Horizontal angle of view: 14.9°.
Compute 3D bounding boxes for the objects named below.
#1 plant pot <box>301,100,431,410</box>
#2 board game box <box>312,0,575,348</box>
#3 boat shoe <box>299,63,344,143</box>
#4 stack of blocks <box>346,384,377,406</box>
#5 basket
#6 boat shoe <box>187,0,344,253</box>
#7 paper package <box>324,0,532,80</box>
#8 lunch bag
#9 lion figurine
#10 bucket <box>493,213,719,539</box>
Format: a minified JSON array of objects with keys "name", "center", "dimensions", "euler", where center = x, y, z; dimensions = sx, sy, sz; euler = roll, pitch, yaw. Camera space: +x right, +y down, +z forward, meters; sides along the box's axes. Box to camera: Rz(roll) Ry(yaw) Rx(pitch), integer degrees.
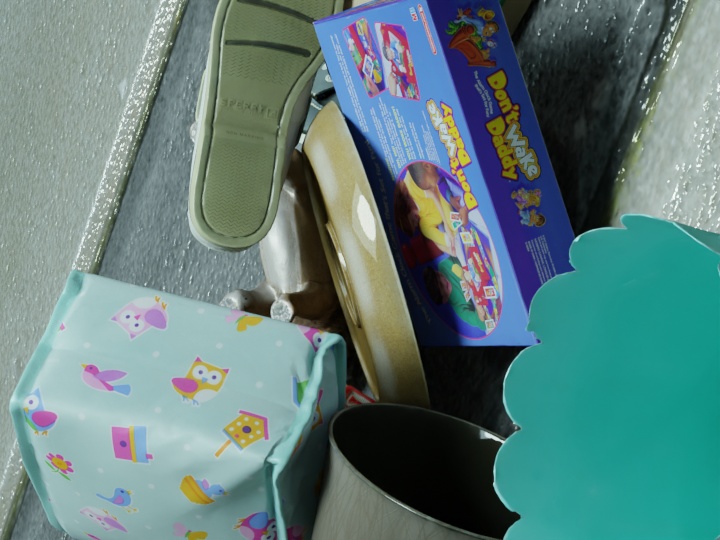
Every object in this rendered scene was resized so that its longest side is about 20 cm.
[{"name":"plant pot","center":[0.000,0.000,1.625],"dimensions":[0.200,0.027,0.201],"euler":[162,90,-86]},{"name":"board game box","center":[0.052,-0.058,1.542],"dimensions":[0.134,0.045,0.201],"euler":[-3,107,62]},{"name":"boat shoe","center":[-0.020,-0.120,1.780],"dimensions":[0.200,0.072,0.062],"euler":[-134,55,-64]},{"name":"stack of blocks","center":[-0.059,0.158,1.677],"dimensions":[0.201,0.115,0.059],"euler":[-60,-7,23]},{"name":"basket","center":[0.027,0.199,1.510],"dimensions":[0.180,0.135,0.201],"euler":[44,123,58]},{"name":"boat shoe","center":[-0.063,-0.110,1.632],"dimensions":[0.068,0.074,0.201],"euler":[163,125,-79]},{"name":"paper package","center":[0.044,-0.233,1.659],"dimensions":[0.200,0.103,0.191],"euler":[-59,33,34]},{"name":"lunch bag","center":[-0.096,0.109,1.574],"dimensions":[0.200,0.169,0.122],"euler":[86,-159,-53]},{"name":"lion figurine","center":[-0.046,-0.018,1.725],"dimensions":[0.072,0.122,0.201],"euler":[-3,88,25]},{"name":"bucket","center":[0.168,0.078,1.265],"dimensions":[0.207,0.134,0.208],"euler":[-30,55,55]}]
